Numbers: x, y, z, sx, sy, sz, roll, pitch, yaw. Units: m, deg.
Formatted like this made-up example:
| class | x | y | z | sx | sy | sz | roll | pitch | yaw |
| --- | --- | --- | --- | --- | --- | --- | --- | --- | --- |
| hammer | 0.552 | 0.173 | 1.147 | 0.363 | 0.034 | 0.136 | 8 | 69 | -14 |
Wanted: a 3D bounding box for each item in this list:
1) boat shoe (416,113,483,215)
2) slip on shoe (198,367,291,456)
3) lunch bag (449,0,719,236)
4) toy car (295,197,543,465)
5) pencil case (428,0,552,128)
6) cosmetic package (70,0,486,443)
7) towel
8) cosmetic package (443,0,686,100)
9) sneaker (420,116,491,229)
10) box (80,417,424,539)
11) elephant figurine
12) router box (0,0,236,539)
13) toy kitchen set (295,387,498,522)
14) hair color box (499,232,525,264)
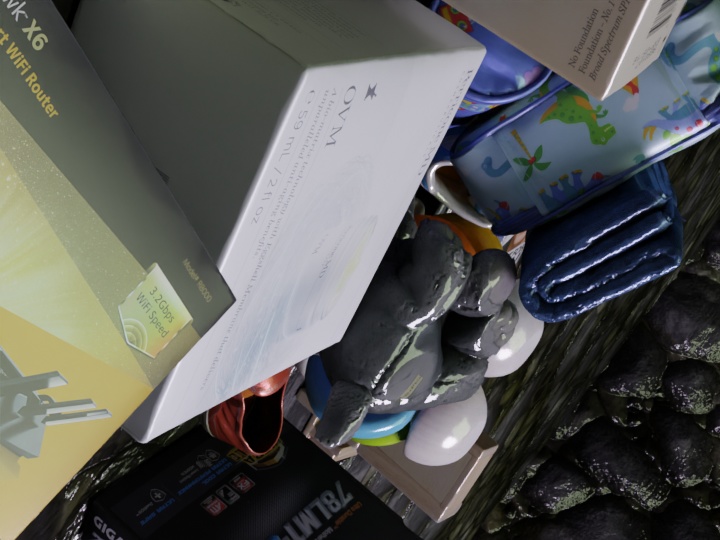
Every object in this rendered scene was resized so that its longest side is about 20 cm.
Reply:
| class | x | y | z | sx | sy | sz | roll | pitch | yaw |
| --- | --- | --- | --- | --- | --- | --- | --- | --- | --- |
| boat shoe | 0.082 | -0.108 | 0.994 | 0.063 | 0.072 | 0.201 | -42 | 163 | -43 |
| slip on shoe | -0.075 | 0.056 | 0.883 | 0.074 | 0.061 | 0.202 | -37 | 150 | -39 |
| lunch bag | 0.161 | -0.109 | 0.818 | 0.198 | 0.083 | 0.161 | -31 | -171 | 21 |
| toy car | 0.028 | 0.047 | 0.956 | 0.202 | 0.174 | 0.150 | -59 | 161 | 13 |
| pencil case | 0.066 | -0.136 | 0.784 | 0.086 | 0.079 | 0.200 | -36 | -174 | -3 |
| cosmetic package | -0.059 | -0.050 | 0.641 | 0.199 | 0.122 | 0.201 | -25 | 146 | -60 |
| towel | 0.157 | -0.031 | 0.837 | 0.111 | 0.049 | 0.200 | -28 | -170 | 17 |
| cosmetic package | 0.070 | -0.184 | 0.610 | 0.073 | 0.199 | 0.104 | -37 | 154 | -45 |
| sneaker | 0.112 | -0.062 | 0.961 | 0.198 | 0.081 | 0.077 | 20 | 125 | -31 |
| box | -0.070 | 0.203 | 0.935 | 0.199 | 0.197 | 0.050 | -29 | 151 | -53 |
| elephant figurine | 0.000 | 0.000 | 0.835 | 0.154 | 0.200 | 0.143 | 4 | 117 | -45 |
| router box | -0.150 | -0.009 | 0.444 | 0.158 | 0.052 | 0.201 | -48 | 132 | -22 |
| toy kitchen set | 0.043 | 0.165 | 1.194 | 0.165 | 0.180 | 0.199 | -59 | 158 | 16 |
| hair color box | 0.140 | -0.059 | 1.252 | 0.099 | 0.060 | 0.202 | -28 | 147 | -55 |
